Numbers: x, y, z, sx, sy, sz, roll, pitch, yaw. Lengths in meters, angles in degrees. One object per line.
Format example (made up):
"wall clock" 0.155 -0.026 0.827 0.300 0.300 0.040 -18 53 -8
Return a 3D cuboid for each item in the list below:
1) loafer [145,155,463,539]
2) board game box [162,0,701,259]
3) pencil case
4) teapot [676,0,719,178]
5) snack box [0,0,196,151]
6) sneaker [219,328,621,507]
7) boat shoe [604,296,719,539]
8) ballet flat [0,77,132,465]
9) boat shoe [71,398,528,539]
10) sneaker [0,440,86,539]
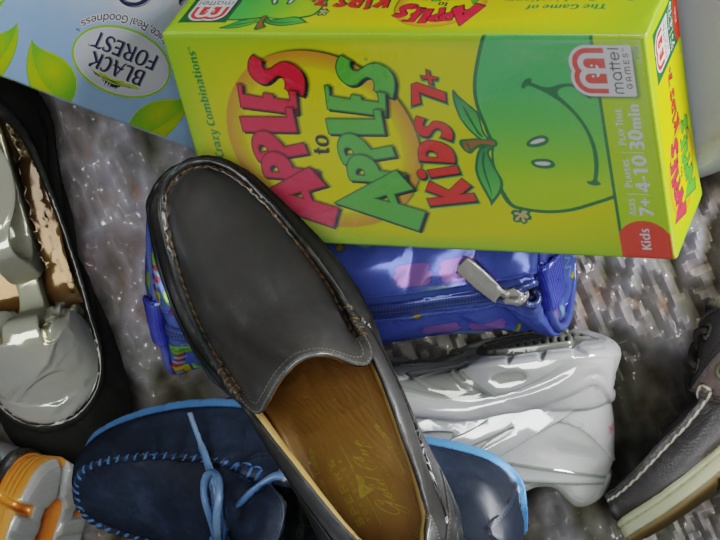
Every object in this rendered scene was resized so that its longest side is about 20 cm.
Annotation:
"loafer" -0.020 0.037 0.808 0.073 0.072 0.200 -34 83 -7
"board game box" 0.029 -0.062 0.823 0.199 0.048 0.102 3 128 23
"pencil case" 0.000 0.000 0.908 0.199 0.087 0.078 -6 114 10
"teapot" 0.127 -0.144 0.865 0.197 0.146 0.201 27 131 21
"snack box" -0.091 -0.148 0.863 0.200 0.068 0.169 21 96 -41
"sneaker" 0.021 0.086 0.923 0.199 0.078 0.100 -6 98 7
"boat shoe" 0.178 0.037 0.911 0.200 0.073 0.065 -43 78 3
"ballet flat" -0.157 0.008 0.935 0.068 0.068 0.201 -16 92 6
"boat shoe" -0.032 0.099 0.867 0.199 0.069 0.084 -1 128 16
"sneaker" -0.190 0.167 0.954 0.077 0.078 0.201 24 97 25
